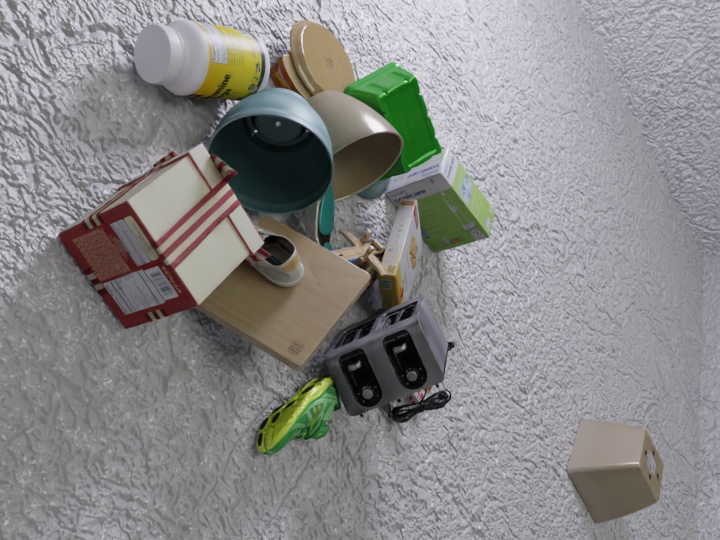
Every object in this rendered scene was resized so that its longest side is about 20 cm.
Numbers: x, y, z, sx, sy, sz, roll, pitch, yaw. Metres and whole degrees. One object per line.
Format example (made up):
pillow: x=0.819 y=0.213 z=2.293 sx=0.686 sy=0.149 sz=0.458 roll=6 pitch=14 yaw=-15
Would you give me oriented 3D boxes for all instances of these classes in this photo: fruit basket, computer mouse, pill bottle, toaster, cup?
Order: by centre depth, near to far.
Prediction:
pill bottle: x=-0.245 y=-0.326 z=1.195 sx=0.200 sy=0.112 sz=0.113 roll=-11 pitch=85 yaw=-53
toaster: x=0.055 y=0.142 z=1.321 sx=0.119 sy=0.180 sz=0.200 roll=65 pitch=15 yaw=-8
cup: x=-0.043 y=-0.237 z=1.384 sx=0.200 sy=0.200 sz=0.144 roll=-4 pitch=58 yaw=-53
computer mouse: x=0.080 y=0.185 z=1.448 sx=0.140 sy=0.046 sz=0.201 roll=-23 pitch=103 yaw=-17
fruit basket: x=0.055 y=-0.297 z=1.505 sx=0.155 sy=0.215 sz=0.216 roll=-32 pitch=105 yaw=-18

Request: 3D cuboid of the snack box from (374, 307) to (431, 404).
snack box: x=0.077 y=0.171 z=1.495 sx=0.200 sy=0.024 sz=0.072 roll=57 pitch=41 yaw=-20

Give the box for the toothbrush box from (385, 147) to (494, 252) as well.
toothbrush box: x=0.173 y=-0.145 z=1.641 sx=0.200 sy=0.145 sz=0.086 roll=45 pitch=45 yaw=-32

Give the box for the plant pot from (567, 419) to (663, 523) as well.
plant pot: x=0.685 y=0.522 z=2.024 sx=0.200 sy=0.177 sz=0.200 roll=59 pitch=39 yaw=-20

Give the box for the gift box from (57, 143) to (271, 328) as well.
gift box: x=-0.243 y=-0.047 z=1.025 sx=0.185 sy=0.199 sz=0.187 roll=63 pitch=36 yaw=-22

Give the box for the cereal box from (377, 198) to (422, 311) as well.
cereal box: x=0.078 y=-0.018 z=1.466 sx=0.144 sy=0.039 sz=0.200 roll=78 pitch=24 yaw=-49

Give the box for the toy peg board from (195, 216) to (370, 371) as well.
toy peg board: x=-0.123 y=0.051 z=1.176 sx=0.200 sy=0.098 sz=0.199 roll=29 pitch=54 yaw=13

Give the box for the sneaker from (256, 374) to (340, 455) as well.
sneaker: x=-0.086 y=0.237 z=1.217 sx=0.200 sy=0.074 sz=0.084 roll=-35 pitch=101 yaw=-52

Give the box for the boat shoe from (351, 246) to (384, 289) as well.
boat shoe: x=0.000 y=0.000 z=1.437 sx=0.200 sy=0.071 sz=0.065 roll=-32 pitch=137 yaw=-61

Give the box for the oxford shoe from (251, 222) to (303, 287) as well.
oxford shoe: x=-0.169 y=-0.047 z=1.146 sx=0.075 sy=0.200 sz=0.058 roll=-49 pitch=161 yaw=-31

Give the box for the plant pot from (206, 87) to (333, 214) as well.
plant pot: x=-0.138 y=-0.209 z=1.236 sx=0.200 sy=0.200 sz=0.135 roll=43 pitch=34 yaw=-34

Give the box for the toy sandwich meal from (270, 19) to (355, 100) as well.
toy sandwich meal: x=-0.087 y=-0.378 z=1.464 sx=0.205 sy=0.070 sz=0.206 roll=31 pitch=49 yaw=-44

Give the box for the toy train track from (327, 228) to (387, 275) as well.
toy train track: x=-0.009 y=-0.037 z=1.303 sx=0.115 sy=0.033 sz=0.200 roll=46 pitch=27 yaw=15

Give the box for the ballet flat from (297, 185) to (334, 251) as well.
ballet flat: x=-0.080 y=-0.056 z=1.329 sx=0.069 sy=0.069 sz=0.201 roll=-4 pitch=91 yaw=-53

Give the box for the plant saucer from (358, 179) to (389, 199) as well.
plant saucer: x=0.013 y=-0.246 z=1.560 sx=0.201 sy=0.039 sz=0.202 roll=23 pitch=59 yaw=-47
